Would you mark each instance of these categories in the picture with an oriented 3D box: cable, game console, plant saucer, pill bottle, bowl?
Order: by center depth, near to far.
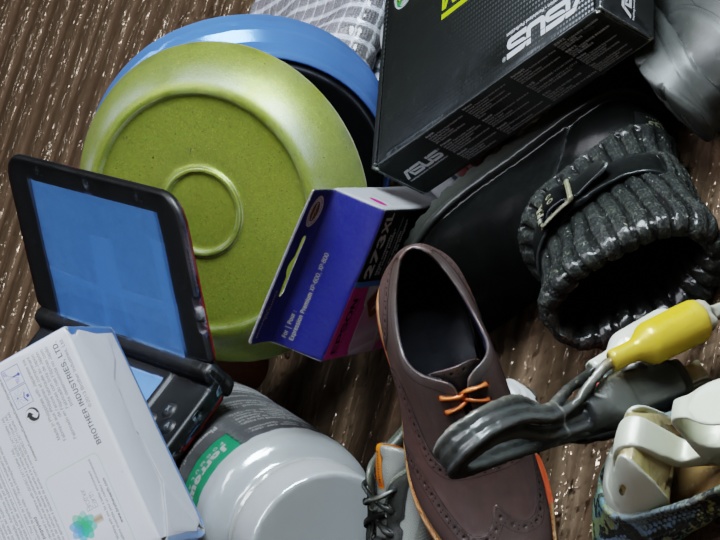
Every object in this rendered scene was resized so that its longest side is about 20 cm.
[{"bbox_3d":[0.099,0.062,1.214,0.097,0.199,0.050,-47,64,49],"label":"cable"},{"bbox_3d":[-0.059,0.139,1.458,0.113,0.113,0.200,-62,27,-2],"label":"pill bottle"},{"bbox_3d":[-0.180,0.041,1.484,0.200,0.119,0.173,15,62,51],"label":"game console"},{"bbox_3d":[-0.091,-0.038,1.500,0.200,0.200,0.031,-47,-9,26],"label":"plant saucer"},{"bbox_3d":[-0.074,-0.070,1.582,0.201,0.200,0.039,-48,30,24],"label":"bowl"}]

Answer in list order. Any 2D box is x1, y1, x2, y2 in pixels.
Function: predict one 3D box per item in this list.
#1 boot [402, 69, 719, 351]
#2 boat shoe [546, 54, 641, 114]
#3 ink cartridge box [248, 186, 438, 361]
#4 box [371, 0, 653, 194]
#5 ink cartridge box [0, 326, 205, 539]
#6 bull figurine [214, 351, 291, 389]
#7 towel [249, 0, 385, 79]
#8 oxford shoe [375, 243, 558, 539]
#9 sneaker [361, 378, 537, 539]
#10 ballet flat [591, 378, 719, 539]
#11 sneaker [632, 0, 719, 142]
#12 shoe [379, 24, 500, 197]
[{"bbox_3d":[0.102,0.000,1.344,0.211,0.079,0.158,-47,30,26],"label":"boot"},{"bbox_3d":[0.120,-0.151,1.460,0.076,0.074,0.200,-48,30,24],"label":"boat shoe"},{"bbox_3d":[0.000,0.000,1.425,0.095,0.037,0.200,-67,-19,10],"label":"ink cartridge box"},{"bbox_3d":[0.087,-0.169,1.404,0.200,0.047,0.194,-32,40,44],"label":"box"},{"bbox_3d":[-0.207,0.135,1.390,0.199,0.076,0.137,-28,78,12],"label":"ink cartridge box"},{"bbox_3d":[-0.106,0.074,1.593,0.065,0.199,0.122,55,161,22],"label":"bull figurine"},{"bbox_3d":[-0.019,-0.180,1.719,0.200,0.085,0.166,-14,52,56],"label":"towel"},{"bbox_3d":[0.051,0.081,1.281,0.073,0.071,0.201,76,173,-75],"label":"oxford shoe"},{"bbox_3d":[0.025,0.143,1.347,0.074,0.079,0.201,10,75,60],"label":"sneaker"},{"bbox_3d":[0.162,0.082,1.176,0.200,0.074,0.075,-31,39,45],"label":"ballet flat"},{"bbox_3d":[0.188,-0.154,1.365,0.091,0.076,0.200,-39,37,17],"label":"sneaker"},{"bbox_3d":[0.067,-0.126,1.533,0.091,0.071,0.201,-46,31,26],"label":"shoe"}]
